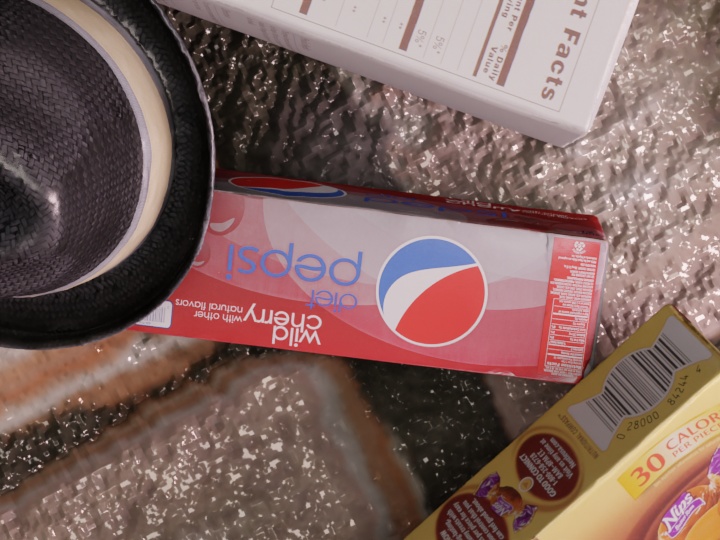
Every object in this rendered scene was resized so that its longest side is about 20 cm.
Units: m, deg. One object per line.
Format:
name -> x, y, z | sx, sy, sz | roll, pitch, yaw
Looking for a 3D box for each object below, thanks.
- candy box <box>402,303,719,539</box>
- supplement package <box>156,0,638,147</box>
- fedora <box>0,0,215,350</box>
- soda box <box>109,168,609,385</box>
candy box -> 0.090, 0.123, 0.902 | 0.200, 0.056, 0.117 | -42, 126, 1
supplement package -> 0.015, -0.137, 0.892 | 0.199, 0.117, 0.118 | 20, 90, 0
fedora -> -0.159, -0.043, 0.841 | 0.199, 0.092, 0.202 | 7, 112, 19
soda box -> 0.000, 0.000, 0.918 | 0.199, 0.070, 0.064 | 8, 100, 1
